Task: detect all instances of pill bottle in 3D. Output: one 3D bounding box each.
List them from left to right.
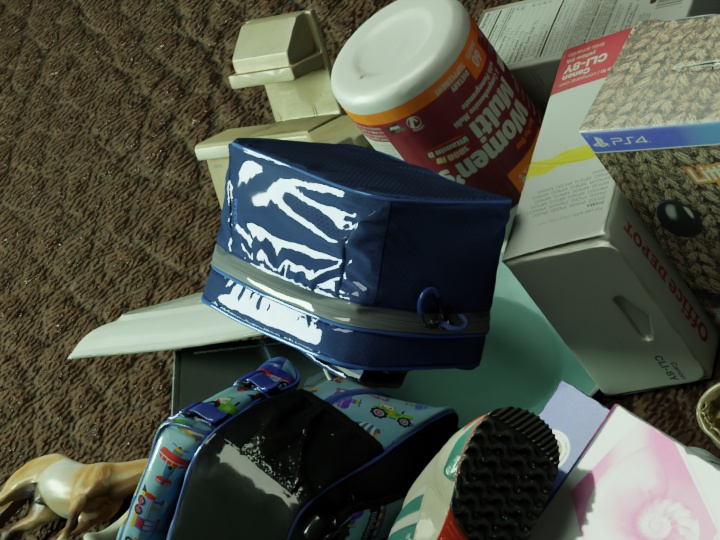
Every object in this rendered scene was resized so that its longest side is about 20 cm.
[{"bbox_3d":[0.074,-0.091,1.765,0.109,0.200,0.110,-26,35,20],"label":"pill bottle"}]

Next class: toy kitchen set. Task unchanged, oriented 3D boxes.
[{"bbox_3d":[-0.084,-0.093,1.899,0.200,0.164,0.180,-5,17,42],"label":"toy kitchen set"}]

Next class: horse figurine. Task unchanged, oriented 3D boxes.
[{"bbox_3d":[-0.229,0.178,1.877,0.200,0.050,0.133,-6,33,49],"label":"horse figurine"}]

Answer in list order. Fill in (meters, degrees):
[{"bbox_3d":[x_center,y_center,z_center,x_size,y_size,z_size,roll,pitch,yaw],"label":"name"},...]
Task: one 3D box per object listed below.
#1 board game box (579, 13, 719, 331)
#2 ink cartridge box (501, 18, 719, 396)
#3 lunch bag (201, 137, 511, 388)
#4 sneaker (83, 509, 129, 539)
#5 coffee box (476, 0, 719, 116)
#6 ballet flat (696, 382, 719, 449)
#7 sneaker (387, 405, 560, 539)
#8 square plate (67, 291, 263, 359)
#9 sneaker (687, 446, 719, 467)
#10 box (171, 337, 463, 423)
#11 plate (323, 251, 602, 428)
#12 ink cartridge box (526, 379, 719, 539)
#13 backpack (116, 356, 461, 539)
[{"bbox_3d":[0.261,-0.058,1.542,0.159,0.200,0.097,-3,47,44],"label":"board game box"},{"bbox_3d":[0.180,-0.040,1.650,0.083,0.145,0.200,-15,40,34],"label":"ink cartridge box"},{"bbox_3d":[0.000,0.000,1.609,0.200,0.136,0.133,24,107,49],"label":"lunch bag"},{"bbox_3d":[-0.097,0.157,1.740,0.200,0.090,0.075,-41,33,-1],"label":"sneaker"},{"bbox_3d":[0.182,-0.141,1.801,0.200,0.114,0.080,-9,44,40],"label":"coffee box"},{"bbox_3d":[0.264,0.114,1.458,0.069,0.070,0.200,-45,33,-9],"label":"ballet flat"},{"bbox_3d":[0.046,0.170,1.451,0.200,0.070,0.093,-61,7,-7],"label":"sneaker"},{"bbox_3d":[-0.080,0.028,1.815,0.198,0.029,0.200,-8,4,31],"label":"square plate"},{"bbox_3d":[0.143,0.181,1.489,0.200,0.073,0.071,-39,30,1],"label":"sneaker"},{"bbox_3d":[-0.028,0.109,1.702,0.199,0.044,0.160,-6,39,4],"label":"box"},{"bbox_3d":[0.071,0.055,1.694,0.199,0.026,0.200,-1,39,1],"label":"plate"},{"bbox_3d":[0.131,0.182,1.440,0.200,0.043,0.197,31,83,30],"label":"ink cartridge box"},{"bbox_3d":[-0.035,0.142,1.537,0.134,0.183,0.200,34,37,20],"label":"backpack"}]
